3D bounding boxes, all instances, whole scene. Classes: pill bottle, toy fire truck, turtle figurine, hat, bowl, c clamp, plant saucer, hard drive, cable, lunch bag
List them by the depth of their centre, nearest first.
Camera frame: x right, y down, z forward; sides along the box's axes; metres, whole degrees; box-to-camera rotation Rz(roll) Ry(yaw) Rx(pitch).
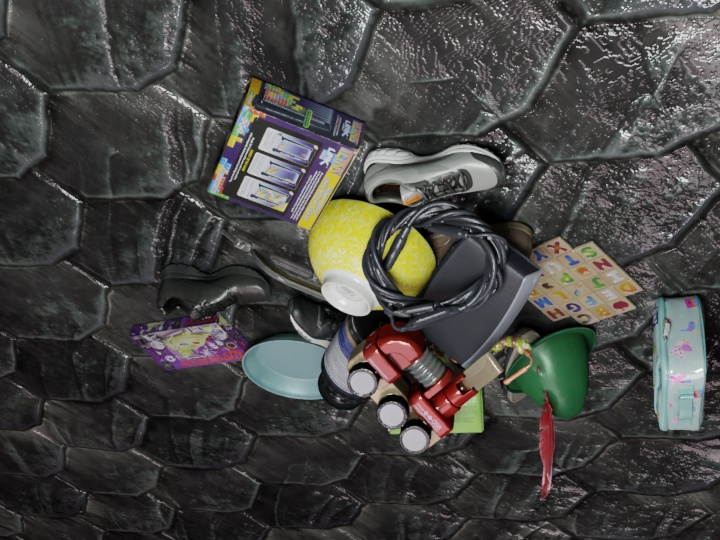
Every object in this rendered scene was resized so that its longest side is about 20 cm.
[{"bbox_3d":[0.105,-0.014,1.460,0.199,0.164,0.051,-22,176,15],"label":"cable"},{"bbox_3d":[0.156,0.040,1.517,0.135,0.042,0.201,37,125,9],"label":"hard drive"},{"bbox_3d":[0.100,0.144,1.520,0.200,0.129,0.176,-39,99,17],"label":"toy fire truck"},{"bbox_3d":[0.000,0.000,1.561,0.199,0.108,0.201,21,151,13],"label":"bowl"},{"bbox_3d":[0.477,0.143,1.601,0.076,0.161,0.201,0,144,16],"label":"lunch bag"},{"bbox_3d":[0.168,0.094,1.628,0.199,0.162,0.064,-9,140,27],"label":"turtle figurine"},{"bbox_3d":[-0.106,-0.003,1.640,0.199,0.171,0.027,25,99,-28],"label":"c clamp"},{"bbox_3d":[0.334,0.216,1.680,0.164,0.177,0.201,-16,147,-16],"label":"hat"},{"bbox_3d":[0.002,0.138,1.698,0.111,0.112,0.200,20,139,-10],"label":"pill bottle"},{"bbox_3d":[-0.112,0.167,1.917,0.198,0.036,0.201,5,144,4],"label":"plant saucer"}]

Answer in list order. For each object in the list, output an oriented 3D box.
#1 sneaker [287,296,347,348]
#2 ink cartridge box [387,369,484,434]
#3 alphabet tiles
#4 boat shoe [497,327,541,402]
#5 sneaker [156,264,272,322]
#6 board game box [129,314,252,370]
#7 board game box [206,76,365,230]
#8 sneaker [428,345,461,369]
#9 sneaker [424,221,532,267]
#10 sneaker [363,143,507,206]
[{"bbox_3d":[-0.033,0.088,1.779,0.087,0.076,0.200,-32,131,26],"label":"sneaker"},{"bbox_3d":[0.125,0.194,1.710,0.146,0.200,0.076,-2,101,8],"label":"ink cartridge box"},{"bbox_3d":[0.320,0.020,1.614,0.166,0.006,0.200,-24,131,39],"label":"alphabet tiles"},{"bbox_3d":[0.252,0.146,1.754,0.072,0.063,0.201,-29,148,-15],"label":"boat shoe"},{"bbox_3d":[-0.242,0.045,1.751,0.198,0.091,0.076,-1,141,16],"label":"sneaker"},{"bbox_3d":[-0.308,0.131,1.945,0.199,0.033,0.120,-10,143,28],"label":"board game box"},{"bbox_3d":[-0.106,-0.155,1.466,0.164,0.057,0.200,20,144,-13],"label":"board game box"},{"bbox_3d":[0.163,0.187,1.854,0.093,0.071,0.201,-8,141,-2],"label":"sneaker"},{"bbox_3d":[0.155,-0.017,1.556,0.199,0.076,0.070,-15,136,33],"label":"sneaker"},{"bbox_3d":[0.098,-0.119,1.432,0.198,0.080,0.074,-2,140,17],"label":"sneaker"}]
